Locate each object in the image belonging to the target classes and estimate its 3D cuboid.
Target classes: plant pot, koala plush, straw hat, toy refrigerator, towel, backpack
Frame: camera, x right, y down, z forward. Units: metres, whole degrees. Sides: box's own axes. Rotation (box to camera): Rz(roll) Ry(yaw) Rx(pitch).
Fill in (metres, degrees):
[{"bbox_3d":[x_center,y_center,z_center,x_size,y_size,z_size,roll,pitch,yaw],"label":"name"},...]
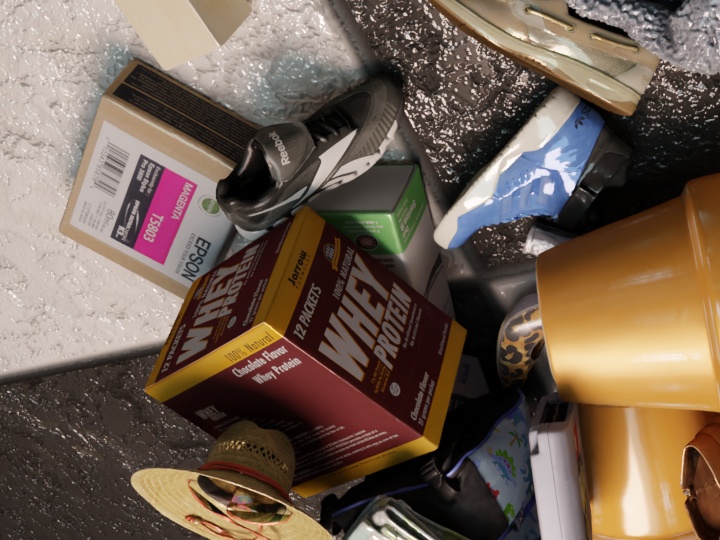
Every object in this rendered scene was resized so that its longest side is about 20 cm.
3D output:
[{"bbox_3d":[0.246,0.032,0.968,0.183,0.201,0.201,-11,125,15],"label":"plant pot"},{"bbox_3d":[0.216,-0.270,0.776,0.183,0.177,0.200,27,139,13],"label":"koala plush"},{"bbox_3d":[-0.099,0.180,1.043,0.200,0.085,0.201,15,152,8],"label":"straw hat"},{"bbox_3d":[-0.184,-0.278,1.003,0.076,0.070,0.200,-13,123,39],"label":"toy refrigerator"},{"bbox_3d":[0.048,0.291,1.042,0.171,0.048,0.200,29,134,-2],"label":"towel"},{"bbox_3d":[0.096,0.216,1.128,0.183,0.200,0.147,-28,95,36],"label":"backpack"},{"bbox_3d":[0.275,0.180,1.140,0.199,0.200,0.184,-5,112,26],"label":"plant pot"}]

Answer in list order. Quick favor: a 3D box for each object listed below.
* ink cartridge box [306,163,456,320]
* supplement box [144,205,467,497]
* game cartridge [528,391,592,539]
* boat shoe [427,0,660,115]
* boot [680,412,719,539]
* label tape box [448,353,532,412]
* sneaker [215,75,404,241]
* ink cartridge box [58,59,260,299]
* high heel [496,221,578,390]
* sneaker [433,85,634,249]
[{"bbox_3d":[0.000,0.000,1.156,0.145,0.084,0.201,0,130,23],"label":"ink cartridge box"},{"bbox_3d":[-0.049,0.082,1.080,0.200,0.133,0.197,37,139,-22],"label":"supplement box"},{"bbox_3d":[0.173,0.183,1.005,0.041,0.200,0.134,-4,93,12],"label":"game cartridge"},{"bbox_3d":[0.143,-0.196,0.945,0.199,0.072,0.065,29,98,3],"label":"boat shoe"},{"bbox_3d":[0.332,0.135,1.044,0.074,0.154,0.201,-27,77,52],"label":"boot"},{"bbox_3d":[0.076,0.153,1.274,0.199,0.066,0.144,13,133,5],"label":"label tape box"},{"bbox_3d":[-0.048,-0.104,1.037,0.200,0.090,0.067,-38,67,10],"label":"sneaker"},{"bbox_3d":[-0.194,-0.082,1.172,0.164,0.075,0.200,29,133,-2],"label":"ink cartridge box"},{"bbox_3d":[0.209,0.059,1.127,0.142,0.071,0.201,20,125,14],"label":"high heel"},{"bbox_3d":[0.155,-0.060,1.043,0.111,0.077,0.200,40,126,-2],"label":"sneaker"}]
